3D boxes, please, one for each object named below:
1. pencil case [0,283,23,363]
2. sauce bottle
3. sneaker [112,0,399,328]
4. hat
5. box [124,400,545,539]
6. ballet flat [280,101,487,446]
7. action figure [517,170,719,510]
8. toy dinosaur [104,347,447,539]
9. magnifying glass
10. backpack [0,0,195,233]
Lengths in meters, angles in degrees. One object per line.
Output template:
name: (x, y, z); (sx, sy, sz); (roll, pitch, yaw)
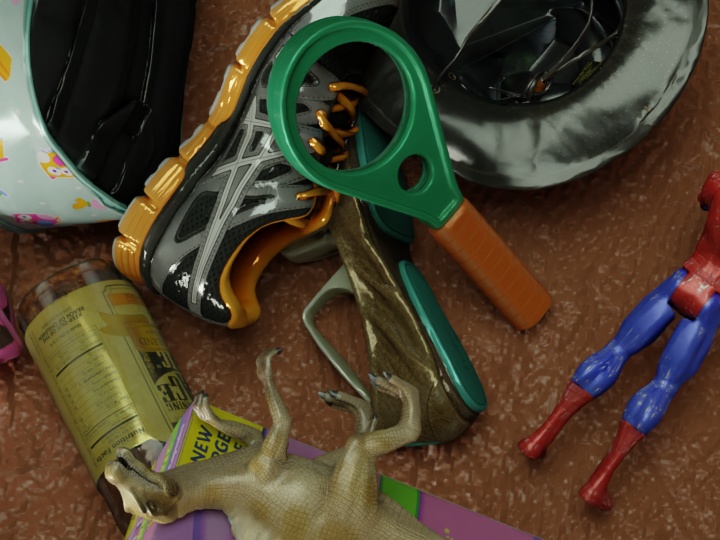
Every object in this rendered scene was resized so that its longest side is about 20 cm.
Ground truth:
pencil case: (-0.274, 0.041, 1.224); (0.200, 0.094, 0.091); (-28, 53, -7)
sauce bottle: (-0.102, 0.090, 1.206); (0.066, 0.066, 0.200); (-27, 71, -6)
sneaker: (-0.036, -0.060, 1.204); (0.077, 0.078, 0.200); (40, 103, 21)
hat: (0.082, -0.129, 1.265); (0.200, 0.081, 0.201); (-2, 79, 13)
box: (-0.018, 0.183, 1.085); (0.199, 0.097, 0.176); (22, 53, -8)
ballet flat: (0.000, 0.000, 1.240); (0.072, 0.068, 0.201); (-25, 71, 16)
action figure: (0.163, 0.021, 1.216); (0.065, 0.099, 0.200); (38, 98, 15)
toy dinosaur: (-0.009, 0.097, 1.062); (0.199, 0.058, 0.101); (17, 69, -5)
magnifying glass: (0.028, -0.042, 1.194); (0.080, 0.200, 0.022); (-49, 29, -11)
backpack: (-0.164, -0.119, 1.239); (0.153, 0.176, 0.201); (-13, 67, 18)
